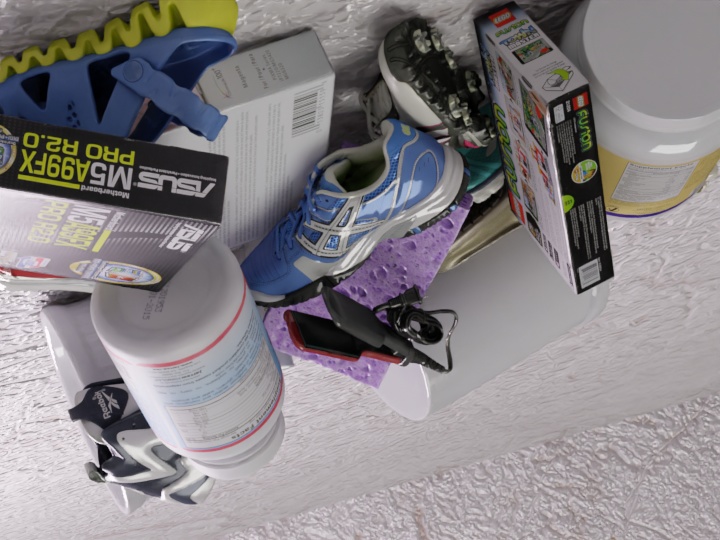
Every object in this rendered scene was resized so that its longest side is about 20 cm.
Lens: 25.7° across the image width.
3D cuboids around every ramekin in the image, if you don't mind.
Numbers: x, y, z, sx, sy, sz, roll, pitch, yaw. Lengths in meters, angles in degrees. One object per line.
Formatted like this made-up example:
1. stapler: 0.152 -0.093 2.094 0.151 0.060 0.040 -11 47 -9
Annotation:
1. ramekin: -0.207 0.110 1.430 0.098 0.201 0.200 -23 166 -16

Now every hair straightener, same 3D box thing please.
1. hair straightener: 0.027 0.047 1.209 0.077 0.041 0.200 -34 148 22

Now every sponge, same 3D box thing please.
1. sponge: 0.000 0.000 1.260 0.111 0.030 0.200 23 124 -3

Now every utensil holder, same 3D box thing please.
1. utensil holder: 0.091 0.017 1.410 0.200 0.170 0.170 -30 169 -20

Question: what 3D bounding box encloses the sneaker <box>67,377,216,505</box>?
1. sneaker: -0.166 0.099 1.281 0.129 0.080 0.199 8 121 -29

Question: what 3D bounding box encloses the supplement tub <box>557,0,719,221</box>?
1. supplement tub: 0.211 -0.131 1.172 0.145 0.146 0.200 -17 164 -5

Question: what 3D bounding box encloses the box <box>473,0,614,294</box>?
1. box: 0.135 -0.086 1.151 0.035 0.110 0.200 -26 138 -8

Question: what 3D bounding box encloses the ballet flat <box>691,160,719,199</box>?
1. ballet flat: 0.327 -0.123 1.496 0.076 0.064 0.200 -18 164 -1

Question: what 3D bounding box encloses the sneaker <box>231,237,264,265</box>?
1. sneaker: -0.094 -0.015 1.317 0.082 0.077 0.200 15 161 -28

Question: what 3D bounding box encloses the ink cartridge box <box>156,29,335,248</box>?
1. ink cartridge box: -0.108 -0.072 1.112 0.173 0.044 0.200 -20 156 -14

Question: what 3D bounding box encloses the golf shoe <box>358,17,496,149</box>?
1. golf shoe: 0.038 -0.119 1.146 0.088 0.077 0.200 -16 166 14

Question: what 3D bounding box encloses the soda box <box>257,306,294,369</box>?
1. soda box: -0.108 0.054 1.460 0.064 0.068 0.200 -17 -174 -6

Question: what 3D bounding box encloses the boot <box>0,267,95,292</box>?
1. boot: -0.172 -0.042 1.180 0.200 0.072 0.144 -4 155 -40

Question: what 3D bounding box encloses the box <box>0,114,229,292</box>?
1. box: -0.180 -0.037 0.963 0.160 0.044 0.200 10 165 -16

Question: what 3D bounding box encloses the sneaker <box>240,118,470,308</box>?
1. sneaker: -0.020 -0.044 1.146 0.200 0.076 0.077 -35 131 22

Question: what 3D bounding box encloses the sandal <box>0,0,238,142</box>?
1. sandal: -0.159 -0.098 0.961 0.200 0.087 0.079 -21 166 16

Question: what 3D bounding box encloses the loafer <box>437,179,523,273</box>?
1. loafer: 0.120 -0.060 1.319 0.200 0.076 0.068 -40 130 -4

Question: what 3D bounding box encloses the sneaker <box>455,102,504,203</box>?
1. sneaker: 0.052 -0.085 1.272 0.200 0.078 0.080 -32 127 -2

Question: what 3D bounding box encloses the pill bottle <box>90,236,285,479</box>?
1. pill bottle: -0.116 0.069 1.153 0.109 0.109 0.200 -19 142 -1
